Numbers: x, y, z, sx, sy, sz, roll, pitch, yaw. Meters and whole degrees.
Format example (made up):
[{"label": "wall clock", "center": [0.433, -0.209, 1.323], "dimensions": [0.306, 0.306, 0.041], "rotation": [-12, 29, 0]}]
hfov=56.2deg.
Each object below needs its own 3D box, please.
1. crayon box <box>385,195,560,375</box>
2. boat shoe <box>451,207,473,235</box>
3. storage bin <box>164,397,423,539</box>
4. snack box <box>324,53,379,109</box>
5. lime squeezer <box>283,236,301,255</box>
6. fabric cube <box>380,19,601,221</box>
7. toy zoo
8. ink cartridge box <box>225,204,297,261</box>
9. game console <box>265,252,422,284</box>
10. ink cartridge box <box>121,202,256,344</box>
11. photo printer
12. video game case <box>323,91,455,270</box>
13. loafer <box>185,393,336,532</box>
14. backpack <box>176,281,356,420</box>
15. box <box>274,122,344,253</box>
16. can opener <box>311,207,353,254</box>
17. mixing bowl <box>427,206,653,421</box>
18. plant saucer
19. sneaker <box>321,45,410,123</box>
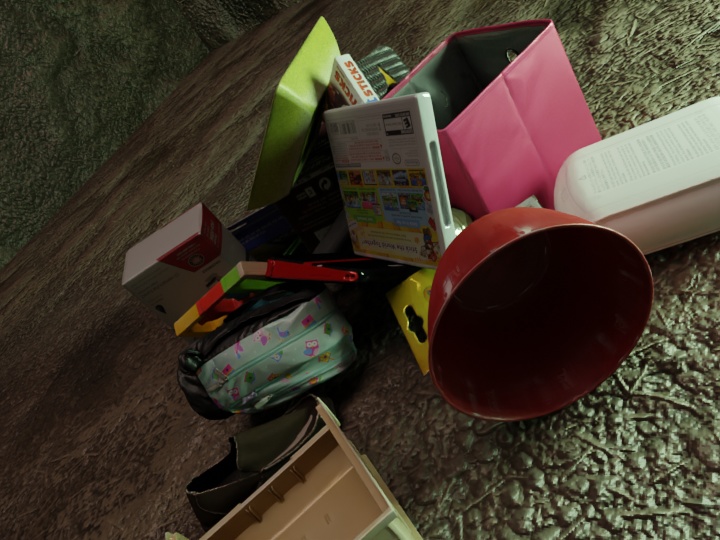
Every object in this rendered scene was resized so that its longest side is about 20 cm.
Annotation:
[{"label": "crayon box", "center": [0.136, 0.024, 0.726], "dimensions": [0.198, 0.051, 0.128], "rotation": [-32, 45, 8]}, {"label": "boat shoe", "center": [0.062, -0.049, 0.848], "dimensions": [0.064, 0.073, 0.199], "rotation": [-17, 17, -25]}, {"label": "storage bin", "center": [-0.063, 0.248, 0.615], "dimensions": [0.199, 0.094, 0.198], "rotation": [-41, 29, -5]}, {"label": "snack box", "center": [0.018, -0.158, 0.799], "dimensions": [0.024, 0.202, 0.072], "rotation": [-21, -21, -25]}, {"label": "lime squeezer", "center": [-0.132, 0.006, 0.960], "dimensions": [0.071, 0.038, 0.200], "rotation": [-49, -5, 23]}, {"label": "fabric cube", "center": [0.156, -0.163, 0.848], "dimensions": [0.200, 0.200, 0.195], "rotation": [-45, 29, -13]}, {"label": "toy zoo", "center": [-0.165, 0.048, 0.920], "dimensions": [0.199, 0.130, 0.021], "rotation": [-38, 65, 34]}, {"label": "ink cartridge box", "center": [-0.167, -0.048, 1.097], "dimensions": [0.196, 0.048, 0.200], "rotation": [-27, -4, 16]}, {"label": "game console", "center": [0.000, 0.000, 0.834], "dimensions": [0.175, 0.032, 0.198], "rotation": [8, 9, 43]}, {"label": "ink cartridge box", "center": [-0.231, 0.023, 1.007], "dimensions": [0.145, 0.200, 0.083], "rotation": [-31, 38, 12]}, {"label": "photo printer", "center": [0.302, -0.090, 0.700], "dimensions": [0.197, 0.070, 0.167], "rotation": [-20, 31, 20]}, {"label": "video game case", "center": [0.030, -0.098, 0.764], "dimensions": [0.023, 0.185, 0.199], "rotation": [-20, 17, -28]}, {"label": "loafer", "center": [-0.111, 0.207, 0.748], "dimensions": [0.200, 0.072, 0.073], "rotation": [-42, 29, -7]}, {"label": "backpack", "center": [-0.105, 0.097, 0.826], "dimensions": [0.198, 0.128, 0.167], "rotation": [-27, 11, 14]}, {"label": "box", "center": [-0.014, -0.136, 1.031], "dimensions": [0.164, 0.165, 0.201], "rotation": [-24, 32, 23]}, {"label": "can opener", "center": [-0.059, -0.014, 0.957], "dimensions": [0.201, 0.052, 0.067], "rotation": [-50, 60, 24]}, {"label": "mixing bowl", "center": [0.139, 0.022, 0.593], "dimensions": [0.198, 0.201, 0.109], "rotation": [-32, 35, 8]}, {"label": "plant saucer", "center": [-0.081, -0.200, 0.896], "dimensions": [0.202, 0.047, 0.201], "rotation": [-72, 5, -45]}, {"label": "sneaker", "center": [0.006, -0.256, 0.952], "dimensions": [0.090, 0.070, 0.200], "rotation": [-34, 8, 33]}]
